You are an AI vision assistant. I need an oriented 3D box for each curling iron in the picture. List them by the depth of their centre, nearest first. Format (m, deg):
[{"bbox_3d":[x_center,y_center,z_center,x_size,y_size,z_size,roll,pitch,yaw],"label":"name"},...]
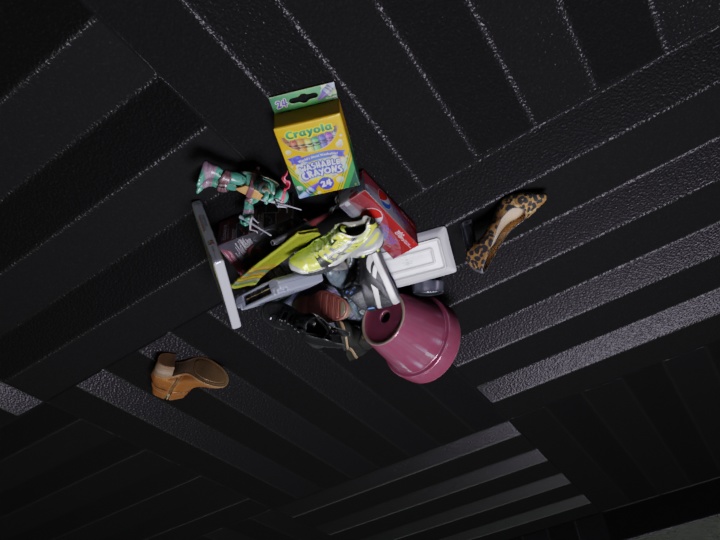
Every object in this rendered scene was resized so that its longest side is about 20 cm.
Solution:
[{"bbox_3d":[-0.101,-0.098,1.255,0.198,0.026,0.050,-32,156,-34],"label":"curling iron"}]

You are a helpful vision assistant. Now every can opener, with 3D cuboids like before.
[{"bbox_3d":[0.096,0.008,1.451,0.195,0.080,0.064,5,146,3],"label":"can opener"}]

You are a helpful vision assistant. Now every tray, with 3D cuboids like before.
[{"bbox_3d":[0.105,-0.020,1.407,0.196,0.022,0.110,-15,102,10],"label":"tray"}]

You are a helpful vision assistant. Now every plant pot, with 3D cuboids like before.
[{"bbox_3d":[0.104,0.139,1.475,0.198,0.203,0.178,-33,138,28],"label":"plant pot"}]

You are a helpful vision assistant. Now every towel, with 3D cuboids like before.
[{"bbox_3d":[-0.170,-0.022,1.268,0.198,0.018,0.086,-35,174,26],"label":"towel"}]

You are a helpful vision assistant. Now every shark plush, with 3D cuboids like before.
[{"bbox_3d":[-0.046,0.043,1.448,0.089,0.084,0.202,-6,135,1],"label":"shark plush"}]

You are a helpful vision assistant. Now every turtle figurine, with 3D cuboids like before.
[{"bbox_3d":[-0.210,-0.147,1.217,0.196,0.103,0.150,18,150,-12],"label":"turtle figurine"}]

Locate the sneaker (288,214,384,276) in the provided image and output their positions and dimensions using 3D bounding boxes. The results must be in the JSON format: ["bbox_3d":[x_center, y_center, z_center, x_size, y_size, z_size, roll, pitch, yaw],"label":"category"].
[{"bbox_3d":[-0.053,-0.055,1.259,0.196,0.076,0.077,-23,136,-3],"label":"sneaker"}]

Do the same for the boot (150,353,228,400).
[{"bbox_3d":[-0.458,0.302,1.695,0.196,0.078,0.157,13,133,-16],"label":"boot"}]

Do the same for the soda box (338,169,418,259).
[{"bbox_3d":[0.039,-0.112,1.310,0.069,0.064,0.200,-27,134,24],"label":"soda box"}]

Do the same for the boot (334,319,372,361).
[{"bbox_3d":[0.014,0.146,1.567,0.136,0.079,0.201,-21,158,0],"label":"boot"}]

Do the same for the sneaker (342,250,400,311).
[{"bbox_3d":[0.000,0.000,1.368,0.110,0.073,0.203,-22,105,11],"label":"sneaker"}]

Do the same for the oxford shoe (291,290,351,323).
[{"bbox_3d":[-0.076,0.085,1.449,0.073,0.073,0.198,12,173,-38],"label":"oxford shoe"}]

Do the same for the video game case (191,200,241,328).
[{"bbox_3d":[-0.293,-0.010,1.300,0.022,0.183,0.202,-18,140,-14],"label":"video game case"}]

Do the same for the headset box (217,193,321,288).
[{"bbox_3d":[-0.195,-0.055,1.338,0.196,0.076,0.149,-20,135,14],"label":"headset box"}]

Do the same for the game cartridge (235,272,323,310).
[{"bbox_3d":[-0.173,0.039,1.394,0.132,0.041,0.198,-11,173,-40],"label":"game cartridge"}]

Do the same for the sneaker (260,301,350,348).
[{"bbox_3d":[-0.122,0.114,1.378,0.197,0.061,0.104,30,158,-2],"label":"sneaker"}]

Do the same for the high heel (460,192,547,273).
[{"bbox_3d":[0.306,-0.076,1.317,0.197,0.145,0.071,-25,135,20],"label":"high heel"}]

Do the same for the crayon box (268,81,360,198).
[{"bbox_3d":[-0.082,-0.233,1.175,0.123,0.052,0.202,-11,137,6],"label":"crayon box"}]

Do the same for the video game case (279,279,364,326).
[{"bbox_3d":[-0.084,0.087,1.547,0.198,0.019,0.143,26,129,-29],"label":"video game case"}]
